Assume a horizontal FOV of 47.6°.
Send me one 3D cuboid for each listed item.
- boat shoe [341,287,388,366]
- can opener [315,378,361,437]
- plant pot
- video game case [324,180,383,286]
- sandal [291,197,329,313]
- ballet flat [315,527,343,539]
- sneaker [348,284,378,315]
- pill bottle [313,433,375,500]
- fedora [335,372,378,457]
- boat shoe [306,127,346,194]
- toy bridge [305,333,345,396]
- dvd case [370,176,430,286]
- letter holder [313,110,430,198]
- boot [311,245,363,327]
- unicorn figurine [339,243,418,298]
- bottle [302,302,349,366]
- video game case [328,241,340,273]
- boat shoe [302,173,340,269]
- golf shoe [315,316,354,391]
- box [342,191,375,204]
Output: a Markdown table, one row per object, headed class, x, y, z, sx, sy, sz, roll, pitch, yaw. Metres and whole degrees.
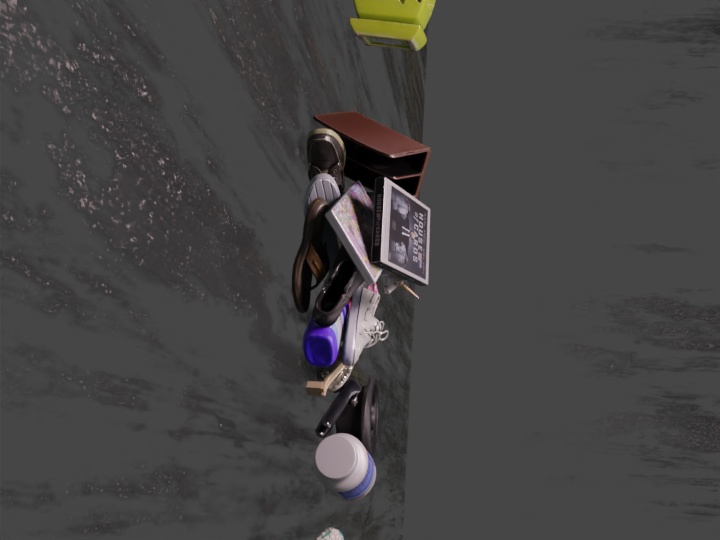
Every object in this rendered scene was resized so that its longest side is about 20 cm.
| class | x | y | z | sx | sy | sz | roll | pitch | yaw |
| --- | --- | --- | --- | --- | --- | --- | --- | --- | --- |
| boat shoe | 0.014 | 0.113 | 1.587 | 0.203 | 0.084 | 0.076 | -80 | -178 | -54 |
| can opener | -0.051 | 0.282 | 1.693 | 0.201 | 0.077 | 0.064 | -59 | 173 | -59 |
| plant pot | 0.074 | -0.623 | 1.905 | 0.199 | 0.196 | 0.186 | -29 | 128 | -79 |
| video game case | 0.005 | -0.071 | 1.450 | 0.145 | 0.018 | 0.200 | 58 | 22 | -11 |
| sandal | -0.077 | -0.023 | 1.423 | 0.082 | 0.054 | 0.204 | 12 | 92 | -76 |
| ballet flat | -0.070 | 0.620 | 1.645 | 0.072 | 0.070 | 0.205 | -35 | 124 | -78 |
| sneaker | -0.004 | 0.012 | 1.705 | 0.096 | 0.077 | 0.204 | -49 | 140 | -56 |
| pill bottle | -0.033 | 0.391 | 1.635 | 0.201 | 0.110 | 0.114 | 72 | 22 | -65 |
| fedora | -0.011 | 0.325 | 1.823 | 0.201 | 0.089 | 0.205 | 0 | 90 | -83 |
| boat shoe | -0.061 | -0.177 | 1.500 | 0.202 | 0.070 | 0.067 | 84 | 6 | -59 |
| toy bridge | -0.057 | 0.163 | 1.590 | 0.202 | 0.066 | 0.028 | -80 | 168 | -45 |
| dvd case | 0.077 | -0.066 | 1.480 | 0.199 | 0.024 | 0.154 | 23 | 66 | -58 |
| letter holder | 0.007 | -0.215 | 1.538 | 0.141 | 0.198 | 0.102 | -16 | 130 | -50 |
| boot | -0.021 | 0.002 | 1.435 | 0.132 | 0.069 | 0.203 | 113 | 0 | -72 |
| unicorn figurine | 0.000 | 0.000 | 1.554 | 0.201 | 0.136 | 0.074 | 57 | -3 | 36 |
| bottle | -0.061 | 0.096 | 1.557 | 0.201 | 0.064 | 0.085 | -72 | 160 | -59 |
| video game case | -0.041 | -0.046 | 1.755 | 0.200 | 0.018 | 0.146 | -62 | 152 | -70 |
| boat shoe | -0.073 | -0.093 | 1.500 | 0.062 | 0.070 | 0.203 | -113 | -162 | -51 |
| golf shoe | -0.044 | 0.187 | 1.664 | 0.202 | 0.077 | 0.099 | -75 | 169 | -52 |
| box | 0.023 | -0.140 | 1.659 | 0.200 | 0.108 | 0.036 | -165 | -104 | -71 |
